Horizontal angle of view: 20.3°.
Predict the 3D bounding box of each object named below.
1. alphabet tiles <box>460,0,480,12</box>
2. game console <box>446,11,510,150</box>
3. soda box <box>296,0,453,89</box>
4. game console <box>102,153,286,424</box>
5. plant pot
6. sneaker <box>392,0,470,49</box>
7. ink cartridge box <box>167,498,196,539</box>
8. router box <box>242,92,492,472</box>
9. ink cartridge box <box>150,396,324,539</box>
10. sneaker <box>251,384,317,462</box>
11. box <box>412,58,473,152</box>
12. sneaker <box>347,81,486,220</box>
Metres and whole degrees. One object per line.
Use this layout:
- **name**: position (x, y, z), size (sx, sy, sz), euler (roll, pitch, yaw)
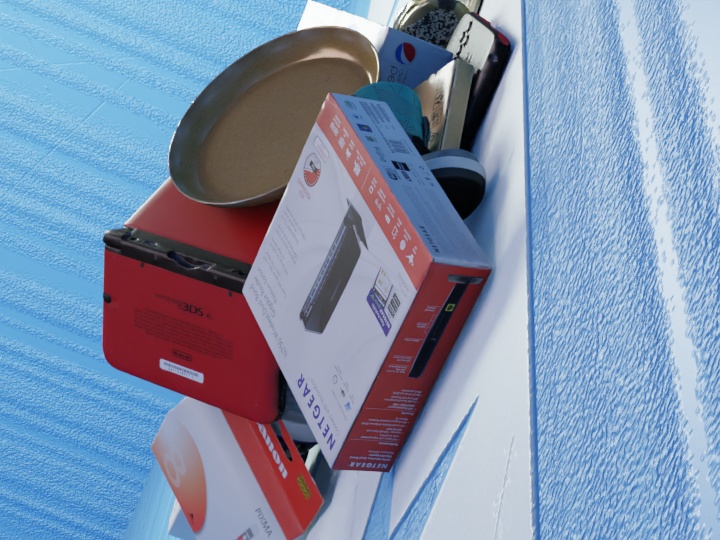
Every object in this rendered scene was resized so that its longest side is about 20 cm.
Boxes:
- **alphabet tiles**: position (0.109, -0.272, 1.947), size (0.200, 0.006, 0.167), euler (125, 165, -64)
- **game console**: position (0.067, -0.113, 1.667), size (0.177, 0.031, 0.201), euler (-98, 29, -77)
- **soda box**: position (0.004, -0.186, 1.753), size (0.064, 0.068, 0.200), euler (-69, 25, 6)
- **game console**: position (-0.104, 0.011, 1.643), size (0.118, 0.199, 0.173), euler (-17, -64, -48)
- **plant pot**: position (-0.067, -0.122, 1.651), size (0.199, 0.028, 0.201), euler (-21, 40, 19)
- **sneaker**: position (0.054, -0.158, 1.811), size (0.200, 0.076, 0.089), euler (110, 164, -44)
- **ink cartridge box**: position (-0.115, 0.170, 1.999), size (0.200, 0.085, 0.148), euler (117, 171, -51)
- **router box**: position (-0.001, 0.007, 1.387), size (0.180, 0.049, 0.200), euler (-65, 35, 28)
- **ink cartridge box**: position (-0.107, 0.172, 1.685), size (0.163, 0.050, 0.200), euler (61, 155, 19)
- **sneaker**: position (-0.060, 0.147, 1.743), size (0.080, 0.147, 0.200), euler (-35, 33, -25)
- **box**: position (0.023, -0.053, 1.599), size (0.163, 0.021, 0.201), euler (-32, 40, 51)
- **sneaker**: position (0.031, -0.088, 1.500), size (0.200, 0.083, 0.121), euler (-23, 56, 54)
